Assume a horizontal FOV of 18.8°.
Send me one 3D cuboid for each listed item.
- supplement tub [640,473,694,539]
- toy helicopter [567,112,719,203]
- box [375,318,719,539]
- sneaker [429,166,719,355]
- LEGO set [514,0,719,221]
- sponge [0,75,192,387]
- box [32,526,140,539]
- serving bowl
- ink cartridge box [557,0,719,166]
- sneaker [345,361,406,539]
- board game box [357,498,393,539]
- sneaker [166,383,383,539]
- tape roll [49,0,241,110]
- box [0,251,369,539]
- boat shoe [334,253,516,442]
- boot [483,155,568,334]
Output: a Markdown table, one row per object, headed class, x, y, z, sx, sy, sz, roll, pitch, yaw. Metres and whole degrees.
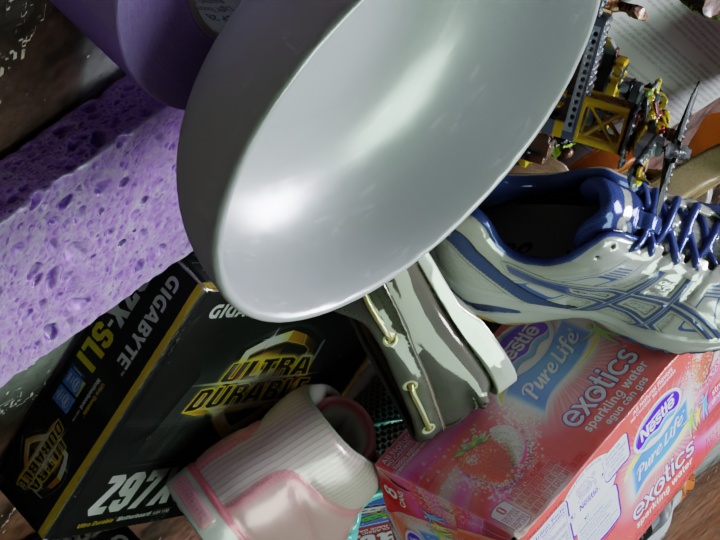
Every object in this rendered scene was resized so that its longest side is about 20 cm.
| class | x | y | z | sx | sy | sz | roll | pitch | yaw |
| --- | --- | --- | --- | --- | --- | --- | --- | --- | --- |
| supplement tub | 0.135 | 0.178 | 1.537 | 0.200 | 0.123 | 0.123 | -36 | 154 | -21 |
| toy helicopter | 0.149 | -0.027 | 1.276 | 0.132 | 0.079 | 0.200 | -30 | 176 | -36 |
| box | 0.109 | 0.084 | 1.128 | 0.200 | 0.094 | 0.103 | -46 | 143 | -28 |
| sneaker | 0.134 | -0.009 | 1.064 | 0.199 | 0.076 | 0.088 | 1 | 155 | -2 |
| LEGO set | 0.149 | -0.129 | 1.005 | 0.154 | 0.115 | 0.201 | -30 | 137 | -76 |
| sponge | -0.152 | 0.004 | 0.912 | 0.200 | 0.030 | 0.112 | -37 | 154 | -21 |
| box | -0.211 | 0.237 | 1.155 | 0.198 | 0.050 | 0.200 | -30 | 150 | -35 |
| serving bowl | 0.001 | -0.076 | 0.839 | 0.200 | 0.066 | 0.200 | -37 | 154 | -22 |
| ink cartridge box | 0.142 | -0.117 | 1.191 | 0.176 | 0.045 | 0.200 | -35 | 159 | 15 |
| sneaker | 0.027 | 0.086 | 1.256 | 0.200 | 0.091 | 0.078 | -39 | 157 | -18 |
| board game box | 0.032 | 0.139 | 1.321 | 0.199 | 0.020 | 0.103 | -12 | 150 | -4 |
| sneaker | -0.023 | 0.126 | 1.137 | 0.105 | 0.075 | 0.200 | -40 | 152 | -5 |
| tape roll | -0.032 | -0.158 | 0.818 | 0.200 | 0.066 | 0.200 | -37 | 155 | -21 |
| box | -0.073 | 0.053 | 1.097 | 0.160 | 0.049 | 0.200 | -54 | 155 | 21 |
| boat shoe | 0.001 | 0.001 | 1.026 | 0.060 | 0.072 | 0.202 | -40 | 121 | -5 |
| boot | 0.093 | 0.016 | 1.189 | 0.075 | 0.074 | 0.200 | -21 | 129 | -9 |
